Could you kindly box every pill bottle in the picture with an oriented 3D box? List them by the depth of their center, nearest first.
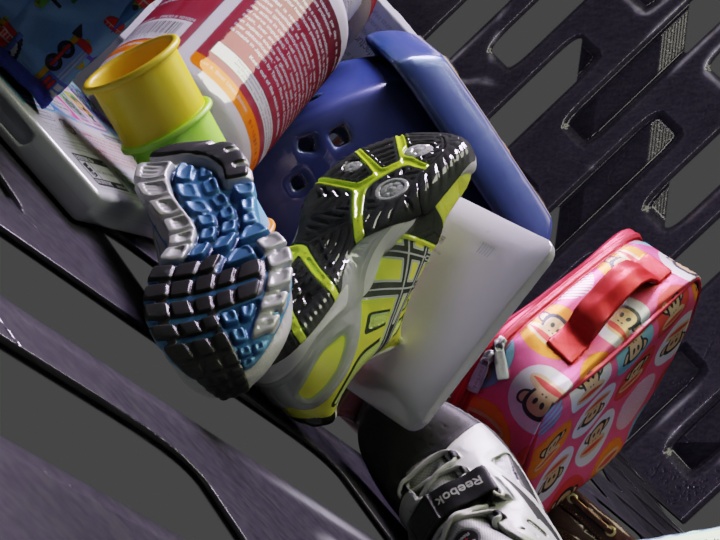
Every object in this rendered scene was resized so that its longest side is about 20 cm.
[{"bbox_3d":[-0.078,-0.140,1.305,0.113,0.113,0.200,46,49,-11],"label":"pill bottle"}]

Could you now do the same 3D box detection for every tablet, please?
[{"bbox_3d":[0.018,0.008,1.190,0.014,0.130,0.200,42,-6,-34],"label":"tablet"}]

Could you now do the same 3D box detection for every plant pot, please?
[{"bbox_3d":[0.013,-0.054,1.433,0.200,0.179,0.200,56,2,-14],"label":"plant pot"}]

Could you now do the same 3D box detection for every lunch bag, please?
[{"bbox_3d":[-0.155,-0.191,1.135,0.094,0.151,0.200,45,6,-18],"label":"lunch bag"},{"bbox_3d":[0.132,0.065,1.295,0.082,0.177,0.200,38,45,19],"label":"lunch bag"}]

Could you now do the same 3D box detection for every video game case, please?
[{"bbox_3d":[-0.180,-0.092,1.149,0.182,0.024,0.200,47,6,9],"label":"video game case"}]

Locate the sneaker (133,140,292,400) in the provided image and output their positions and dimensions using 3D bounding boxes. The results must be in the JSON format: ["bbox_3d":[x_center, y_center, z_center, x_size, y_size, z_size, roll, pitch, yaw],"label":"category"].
[{"bbox_3d":[-0.067,0.014,1.030,0.200,0.075,0.087,-103,-178,-58],"label":"sneaker"}]

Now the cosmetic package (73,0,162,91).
[{"bbox_3d":[-0.173,-0.221,1.380,0.101,0.071,0.200,45,40,-26],"label":"cosmetic package"}]

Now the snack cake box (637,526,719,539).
[{"bbox_3d":[0.222,0.208,1.176,0.199,0.067,0.115,-3,61,-36],"label":"snack cake box"}]

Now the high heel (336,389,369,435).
[{"bbox_3d":[0.053,0.111,1.217,0.200,0.067,0.096,46,14,26],"label":"high heel"}]

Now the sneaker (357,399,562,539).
[{"bbox_3d":[0.064,0.137,1.103,0.200,0.074,0.088,48,3,22],"label":"sneaker"}]

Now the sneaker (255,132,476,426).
[{"bbox_3d":[0.000,0.000,1.142,0.075,0.200,0.077,13,-38,41],"label":"sneaker"}]

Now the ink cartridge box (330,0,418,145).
[{"bbox_3d":[-0.054,-0.142,1.601,0.145,0.200,0.145,41,10,-45],"label":"ink cartridge box"}]

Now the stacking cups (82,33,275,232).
[{"bbox_3d":[-0.083,-0.030,1.142,0.201,0.060,0.061,64,-1,-21],"label":"stacking cups"}]

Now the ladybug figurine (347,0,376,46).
[{"bbox_3d":[-0.044,-0.216,1.452,0.200,0.072,0.136,2,-58,59],"label":"ladybug figurine"}]

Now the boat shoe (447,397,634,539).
[{"bbox_3d":[0.107,0.139,1.402,0.200,0.070,0.070,48,5,26],"label":"boat shoe"}]
